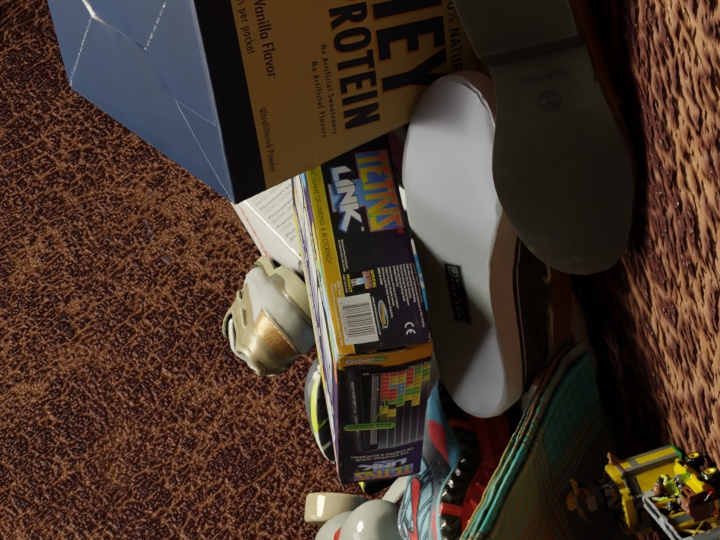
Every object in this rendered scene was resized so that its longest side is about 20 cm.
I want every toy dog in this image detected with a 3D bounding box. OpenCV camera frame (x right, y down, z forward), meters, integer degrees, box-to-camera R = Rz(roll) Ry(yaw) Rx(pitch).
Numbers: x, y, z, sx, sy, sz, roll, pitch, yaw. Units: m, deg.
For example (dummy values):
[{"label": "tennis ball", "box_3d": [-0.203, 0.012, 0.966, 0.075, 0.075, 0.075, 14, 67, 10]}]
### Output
[{"label": "toy dog", "box_3d": [0.019, 0.203, 1.023, 0.200, 0.096, 0.133, -157, 71, -77]}]

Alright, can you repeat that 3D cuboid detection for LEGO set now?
[{"label": "LEGO set", "box_3d": [0.141, 0.198, 0.739, 0.154, 0.115, 0.201, -117, 12, -66]}]

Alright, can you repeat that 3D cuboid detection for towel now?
[{"label": "towel", "box_3d": [0.104, 0.155, 0.790, 0.200, 0.022, 0.147, -55, -47, -41]}]

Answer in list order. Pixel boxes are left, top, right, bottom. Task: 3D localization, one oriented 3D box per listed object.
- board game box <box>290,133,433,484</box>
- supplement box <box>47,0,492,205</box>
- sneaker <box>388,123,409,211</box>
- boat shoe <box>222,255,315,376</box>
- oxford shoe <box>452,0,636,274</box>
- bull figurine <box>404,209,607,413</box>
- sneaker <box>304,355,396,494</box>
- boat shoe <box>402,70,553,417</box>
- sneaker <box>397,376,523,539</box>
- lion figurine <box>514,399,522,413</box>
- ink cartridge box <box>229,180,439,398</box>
[{"label": "board game box", "box_3d": [-0.003, 0.002, 0.862, 0.166, 0.056, 0.201, 88, 172, -59]}, {"label": "supplement box", "box_3d": [-0.047, -0.165, 0.788, 0.200, 0.199, 0.135, 35, 143, 45]}, {"label": "sneaker", "box_3d": [0.068, -0.071, 0.991, 0.080, 0.086, 0.200, 38, 172, 40]}, {"label": "boat shoe", "box_3d": [-0.071, 0.037, 1.082, 0.075, 0.068, 0.200, 47, 174, -3]}, {"label": "oxford shoe", "box_3d": [0.098, -0.088, 0.697, 0.071, 0.071, 0.201, -65, -34, -49]}, {"label": "bull figurine", "box_3d": [0.089, 0.015, 0.881, 0.121, 0.065, 0.201, 7, 112, 36]}, {"label": "sneaker", "box_3d": [-0.011, 0.102, 1.065, 0.081, 0.074, 0.200, 47, 169, 27]}, {"label": "boat shoe", "box_3d": [0.076, -0.018, 0.786, 0.073, 0.068, 0.201, 12, 122, 43]}, {"label": "sneaker", "box_3d": [0.067, 0.156, 0.887, 0.200, 0.079, 0.096, -86, 19, -58]}, {"label": "lion figurine", "box_3d": [0.118, 0.097, 0.962, 0.122, 0.072, 0.201, -142, 39, -64]}, {"label": "ink cartridge box", "box_3d": [0.000, 0.000, 1.078, 0.200, 0.084, 0.146, 46, 171, 26]}]
